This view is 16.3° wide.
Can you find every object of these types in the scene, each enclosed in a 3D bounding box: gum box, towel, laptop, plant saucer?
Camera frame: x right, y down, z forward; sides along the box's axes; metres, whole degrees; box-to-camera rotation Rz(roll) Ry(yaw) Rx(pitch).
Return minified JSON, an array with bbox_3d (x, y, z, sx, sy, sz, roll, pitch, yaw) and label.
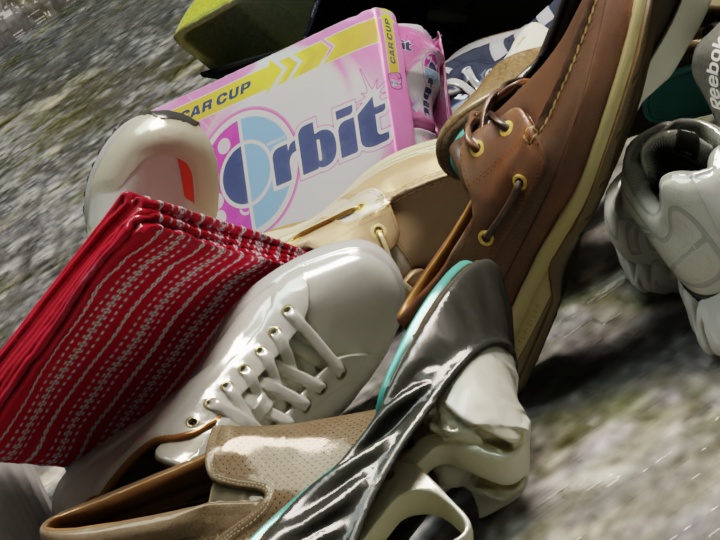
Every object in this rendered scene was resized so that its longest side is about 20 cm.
[{"bbox_3d":[-0.035,-0.053,1.370,0.199,0.114,0.066,-22,-23,32],"label":"gum box"},{"bbox_3d":[-0.101,0.036,1.150,0.145,0.022,0.200,-51,-21,9],"label":"towel"},{"bbox_3d":[0.028,-0.172,1.504,0.176,0.201,0.103,3,30,-34],"label":"laptop"},{"bbox_3d":[0.009,-0.169,1.558,0.199,0.200,0.048,-27,60,18],"label":"plant saucer"}]

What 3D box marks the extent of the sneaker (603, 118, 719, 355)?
[{"bbox_3d":[0.138,-0.030,1.049,0.075,0.081,0.200,-34,14,-1],"label":"sneaker"}]

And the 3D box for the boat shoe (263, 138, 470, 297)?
[{"bbox_3d":[0.000,0.000,1.262,0.199,0.074,0.069,-28,27,20],"label":"boat shoe"}]

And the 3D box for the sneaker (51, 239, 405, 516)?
[{"bbox_3d":[-0.050,0.070,1.135,0.200,0.073,0.085,-44,18,-2],"label":"sneaker"}]

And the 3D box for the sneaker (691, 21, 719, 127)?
[{"bbox_3d":[0.188,-0.077,1.067,0.090,0.067,0.200,7,11,-5],"label":"sneaker"}]

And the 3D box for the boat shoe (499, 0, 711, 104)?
[{"bbox_3d":[0.092,-0.075,1.145,0.072,0.060,0.202,-89,24,-61],"label":"boat shoe"}]

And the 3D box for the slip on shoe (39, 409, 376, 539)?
[{"bbox_3d":[-0.043,0.092,1.053,0.199,0.061,0.076,-27,16,18],"label":"slip on shoe"}]

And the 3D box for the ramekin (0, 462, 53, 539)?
[{"bbox_3d":[-0.229,0.144,1.177,0.202,0.094,0.202,-33,14,9],"label":"ramekin"}]

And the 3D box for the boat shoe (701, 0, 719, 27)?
[{"bbox_3d":[0.217,-0.153,1.163,0.199,0.072,0.072,-4,-3,17],"label":"boat shoe"}]

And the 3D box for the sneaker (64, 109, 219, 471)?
[{"bbox_3d":[-0.110,0.022,1.254,0.094,0.070,0.201,-117,43,-55],"label":"sneaker"}]

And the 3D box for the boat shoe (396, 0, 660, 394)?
[{"bbox_3d":[0.070,-0.043,1.039,0.072,0.067,0.201,-60,-9,-64],"label":"boat shoe"}]

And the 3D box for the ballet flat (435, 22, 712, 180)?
[{"bbox_3d":[0.120,-0.098,1.230,0.199,0.068,0.073,-19,49,-11],"label":"ballet flat"}]

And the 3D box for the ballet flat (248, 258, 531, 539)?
[{"bbox_3d":[0.023,0.080,0.960,0.068,0.068,0.200,21,57,25],"label":"ballet flat"}]

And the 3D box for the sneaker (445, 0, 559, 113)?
[{"bbox_3d":[0.091,-0.105,1.391,0.200,0.070,0.108,-26,10,46],"label":"sneaker"}]
